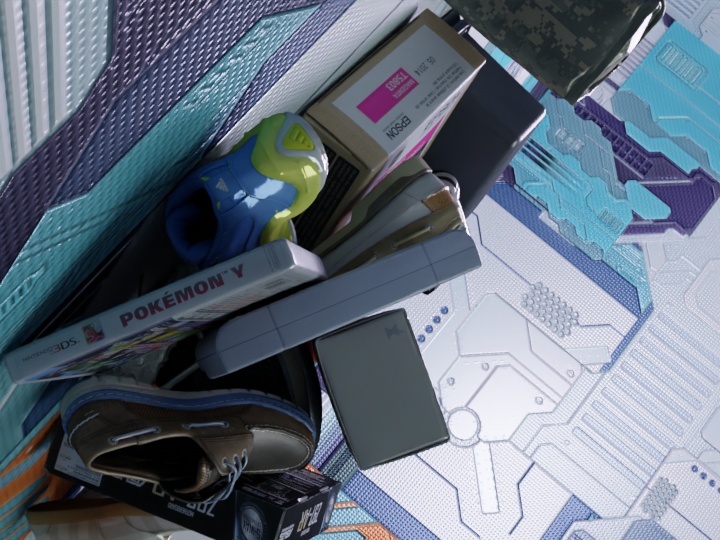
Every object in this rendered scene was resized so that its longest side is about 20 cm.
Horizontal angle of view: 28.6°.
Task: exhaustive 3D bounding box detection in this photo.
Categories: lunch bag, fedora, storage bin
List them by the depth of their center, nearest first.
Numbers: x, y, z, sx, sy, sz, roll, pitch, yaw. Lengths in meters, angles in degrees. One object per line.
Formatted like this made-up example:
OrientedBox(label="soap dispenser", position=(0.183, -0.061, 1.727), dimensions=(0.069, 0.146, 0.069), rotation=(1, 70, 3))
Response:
OrientedBox(label="fedora", position=(-0.112, 0.083, 1.144), dimensions=(0.091, 0.201, 0.201), rotation=(-16, 159, -26))
OrientedBox(label="lunch bag", position=(0.158, -0.229, 1.160), dimensions=(0.118, 0.164, 0.200), rotation=(-50, 176, 17))
OrientedBox(label="storage bin", position=(0.086, -0.136, 1.399), dimensions=(0.146, 0.134, 0.200), rotation=(-46, 174, -48))

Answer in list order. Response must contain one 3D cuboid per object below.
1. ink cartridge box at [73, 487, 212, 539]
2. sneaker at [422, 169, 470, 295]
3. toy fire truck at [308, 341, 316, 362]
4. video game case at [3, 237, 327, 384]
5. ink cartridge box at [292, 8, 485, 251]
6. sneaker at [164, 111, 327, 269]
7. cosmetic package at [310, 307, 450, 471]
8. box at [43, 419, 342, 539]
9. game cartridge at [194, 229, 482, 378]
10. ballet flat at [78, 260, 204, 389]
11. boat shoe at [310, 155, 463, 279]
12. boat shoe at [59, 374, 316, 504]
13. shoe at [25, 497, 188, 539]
OrientedBox(label="ink cartridge box", position=(-0.197, 0.234, 1.372), dimensions=(0.147, 0.083, 0.200), rotation=(-45, -160, -29))
OrientedBox(label="sneaker", position=(0.027, -0.025, 1.354), dimensions=(0.199, 0.116, 0.075), rotation=(-3, -151, 47))
OrientedBox(label="toy fire truck", position=(-0.097, 0.050, 1.337), dimensions=(0.167, 0.113, 0.200), rotation=(-28, 174, -9))
OrientedBox(label="video game case", position=(-0.116, 0.027, 0.915), dimensions=(0.181, 0.023, 0.200), rotation=(-23, 177, 3))
OrientedBox(label="ink cartridge box", position=(0.002, -0.105, 1.195), dimensions=(0.200, 0.075, 0.165), rotation=(-45, 174, -42))
OrientedBox(label="sneaker", position=(-0.094, -0.035, 0.950), dimensions=(0.105, 0.076, 0.200), rotation=(-29, 165, -26))
OrientedBox(label="cosmetic package", position=(0.010, 0.088, 1.084), dimensions=(0.071, 0.106, 0.200), rotation=(-19, 177, -3))
OrientedBox(label="box", position=(-0.131, 0.166, 1.144), dimensions=(0.160, 0.199, 0.044), rotation=(4, 104, -76))
OrientedBox(label="game cartridge", position=(-0.018, 0.023, 1.009), dimensions=(0.199, 0.041, 0.133), rotation=(-23, -177, -16))
OrientedBox(label="ballet flat", position=(-0.129, 0.034, 1.072), dimensions=(0.200, 0.072, 0.072), rotation=(-51, 176, -13))
OrientedBox(label="boat shoe", position=(0.000, 0.000, 1.137), dimensions=(0.200, 0.068, 0.075), rotation=(-47, 169, 28))
OrientedBox(label="boat shoe", position=(-0.119, 0.131, 1.021), dimensions=(0.072, 0.199, 0.073), rotation=(-60, -145, 34))
OrientedBox(label="shoe", position=(-0.202, 0.222, 1.217), dimensions=(0.199, 0.054, 0.070), rotation=(-8, 177, 30))
